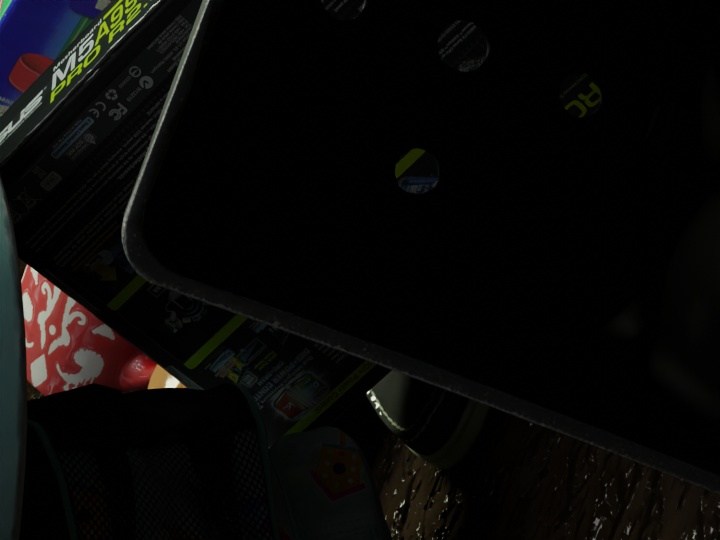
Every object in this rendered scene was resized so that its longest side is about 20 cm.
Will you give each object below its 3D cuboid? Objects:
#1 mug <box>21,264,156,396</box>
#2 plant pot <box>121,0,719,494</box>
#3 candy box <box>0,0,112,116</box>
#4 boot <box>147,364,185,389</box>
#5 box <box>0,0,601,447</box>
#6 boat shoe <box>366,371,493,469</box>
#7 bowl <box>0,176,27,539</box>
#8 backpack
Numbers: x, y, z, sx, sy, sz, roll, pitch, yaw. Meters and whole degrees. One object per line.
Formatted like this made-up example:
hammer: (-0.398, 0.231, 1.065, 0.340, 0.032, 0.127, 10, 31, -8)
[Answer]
mug: (-0.121, -0.013, 1.318, 0.178, 0.132, 0.201, -89, 21, -56)
plant pot: (0.047, -0.065, 0.665, 0.177, 0.199, 0.201, -166, 96, -77)
candy box: (-0.069, -0.117, 1.051, 0.200, 0.168, 0.078, 135, 149, -57)
boot: (-0.042, 0.085, 0.996, 0.156, 0.076, 0.201, -58, 25, 23)
box: (-0.015, -0.048, 0.822, 0.200, 0.160, 0.044, -43, 25, 20)
boat shoe: (0.000, -0.001, 0.941, 0.072, 0.066, 0.202, -55, 31, 27)
bowl: (-0.185, 0.048, 0.785, 0.200, 0.104, 0.203, -179, 90, -66)
backpack: (-0.065, 0.153, 0.822, 0.176, 0.152, 0.202, 143, 123, -59)
